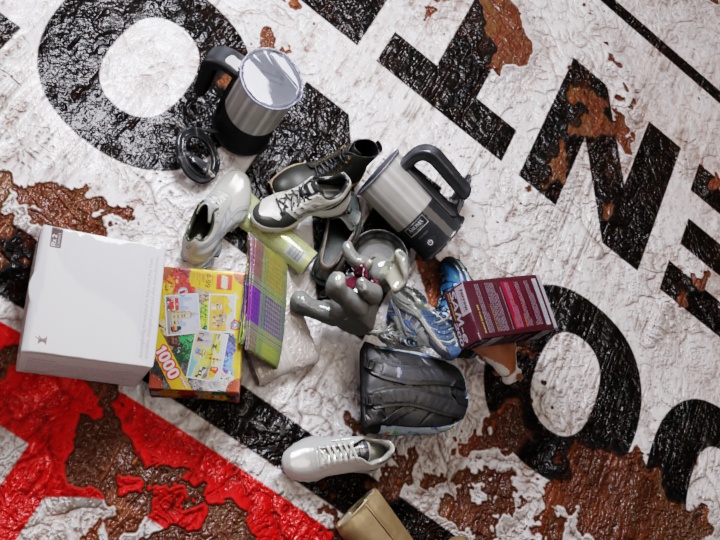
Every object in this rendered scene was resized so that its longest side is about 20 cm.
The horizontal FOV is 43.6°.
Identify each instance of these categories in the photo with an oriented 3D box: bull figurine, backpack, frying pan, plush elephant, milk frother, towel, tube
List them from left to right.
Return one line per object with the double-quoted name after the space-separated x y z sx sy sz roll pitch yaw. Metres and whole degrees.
-0.219 -0.267 1.586 0.177 0.188 0.205 15 66 -19 "milk frother"
-0.162 0.052 1.516 0.022 0.144 0.205 -6 69 19 "towel"
-0.167 -0.075 1.635 0.199 0.052 0.058 40 20 -1 "tube"
-0.159 0.088 1.584 0.130 0.034 0.204 -18 80 -29 "towel"
0.004 0.023 1.579 0.197 0.164 0.158 28 61 -17 "plush elephant"
0.015 0.008 1.690 0.113 0.031 0.192 30 69 9 "frying pan"
0.095 0.221 1.608 0.195 0.154 0.167 -1 66 -3 "backpack"
0.119 -0.154 1.753 0.188 0.200 0.180 44 101 -8 "milk frother"
0.246 0.123 1.685 0.198 0.065 0.123 34 65 -21 "bull figurine"

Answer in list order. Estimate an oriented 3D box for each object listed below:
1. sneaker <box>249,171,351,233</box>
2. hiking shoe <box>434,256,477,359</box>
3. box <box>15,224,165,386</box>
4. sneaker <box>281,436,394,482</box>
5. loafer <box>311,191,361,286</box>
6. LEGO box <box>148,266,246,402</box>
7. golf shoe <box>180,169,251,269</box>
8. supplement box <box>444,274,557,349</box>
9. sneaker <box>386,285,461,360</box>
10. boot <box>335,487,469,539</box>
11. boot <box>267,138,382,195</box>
-0.106 -0.132 1.611 0.197 0.088 0.077 -20 67 -25 "sneaker"
0.175 0.070 1.727 0.085 0.074 0.205 -2 73 -30 "hiking shoe"
-0.422 0.060 1.410 0.196 0.130 0.204 11 68 -22 "box"
-0.038 0.312 1.534 0.196 0.080 0.078 -4 74 -25 "sneaker"
-0.037 -0.069 1.674 0.070 0.063 0.203 18 62 -1 "loafer"
-0.265 0.106 1.481 0.145 0.077 0.205 4 70 -8 "LEGO box"
-0.247 -0.102 1.559 0.077 0.098 0.203 20 65 7 "golf shoe"
0.254 0.074 1.625 0.196 0.061 0.111 -3 68 -36 "supplement box"
0.113 0.110 1.641 0.076 0.087 0.200 7 28 -37 "sneaker"
0.079 0.457 1.547 0.175 0.066 0.201 -40 90 -32 "boot"
-0.066 -0.194 1.671 0.197 0.138 0.079 -21 80 -29 "boot"
